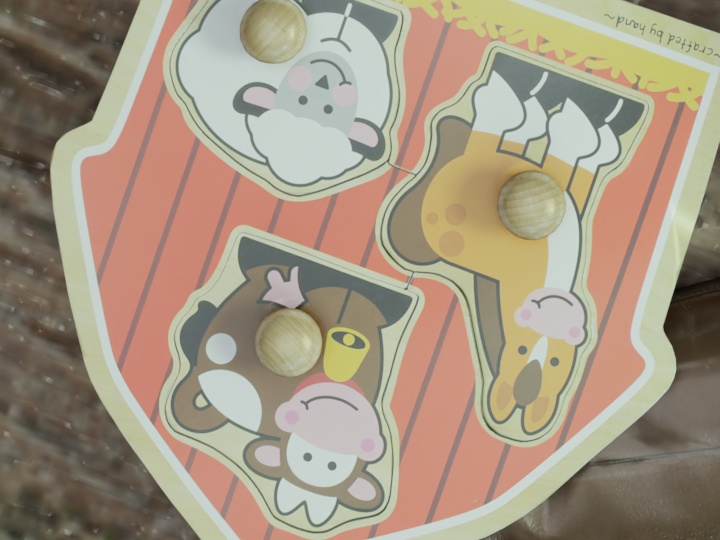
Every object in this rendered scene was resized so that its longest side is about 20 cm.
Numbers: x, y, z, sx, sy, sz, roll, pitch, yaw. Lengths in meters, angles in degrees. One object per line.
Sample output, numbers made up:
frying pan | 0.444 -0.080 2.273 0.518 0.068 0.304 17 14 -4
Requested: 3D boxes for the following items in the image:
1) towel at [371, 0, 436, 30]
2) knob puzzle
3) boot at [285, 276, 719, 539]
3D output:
towel | -0.023 -0.168 0.851 0.148 0.050 0.200 -41 93 7
knob puzzle | 0.000 0.000 0.830 0.218 0.030 0.221 0 94 2
boot | 0.062 0.102 0.877 0.199 0.064 0.188 -8 99 0
